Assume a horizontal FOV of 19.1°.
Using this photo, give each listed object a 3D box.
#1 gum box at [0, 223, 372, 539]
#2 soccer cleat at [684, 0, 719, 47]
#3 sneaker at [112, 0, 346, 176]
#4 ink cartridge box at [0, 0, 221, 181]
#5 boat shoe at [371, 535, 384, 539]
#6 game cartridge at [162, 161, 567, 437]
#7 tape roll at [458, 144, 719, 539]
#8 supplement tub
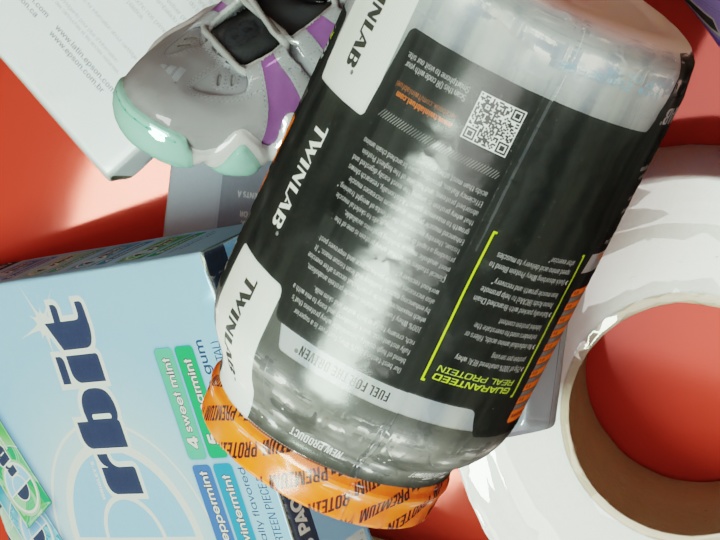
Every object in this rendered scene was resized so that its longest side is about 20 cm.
[{"bbox_3d":[-0.091,0.075,0.912,0.199,0.044,0.171,-8,104,46],"label":"gum box"},{"bbox_3d":[0.116,-0.163,0.852,0.073,0.068,0.201,-19,104,40],"label":"soccer cleat"},{"bbox_3d":[-0.005,-0.124,0.806,0.078,0.199,0.141,43,142,29],"label":"sneaker"},{"bbox_3d":[-0.095,-0.177,0.887,0.200,0.041,0.200,-42,86,11],"label":"ink cartridge box"},{"bbox_3d":[0.057,0.172,0.939,0.198,0.065,0.072,12,106,9],"label":"boat shoe"},{"bbox_3d":[0.000,0.000,0.878,0.199,0.040,0.135,11,92,37],"label":"game cartridge"},{"bbox_3d":[0.138,0.052,0.889,0.200,0.071,0.205,3,105,12],"label":"tape roll"},{"bbox_3d":[0.025,-0.017,0.763,0.122,0.123,0.201,28,107,5],"label":"supplement tub"}]
